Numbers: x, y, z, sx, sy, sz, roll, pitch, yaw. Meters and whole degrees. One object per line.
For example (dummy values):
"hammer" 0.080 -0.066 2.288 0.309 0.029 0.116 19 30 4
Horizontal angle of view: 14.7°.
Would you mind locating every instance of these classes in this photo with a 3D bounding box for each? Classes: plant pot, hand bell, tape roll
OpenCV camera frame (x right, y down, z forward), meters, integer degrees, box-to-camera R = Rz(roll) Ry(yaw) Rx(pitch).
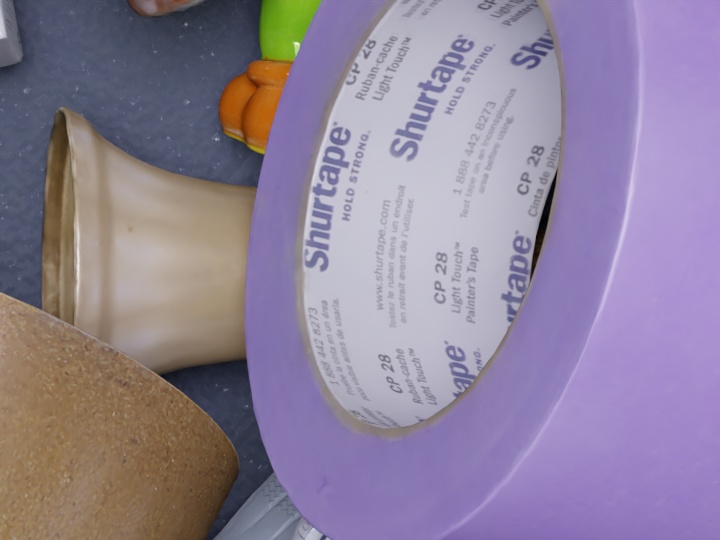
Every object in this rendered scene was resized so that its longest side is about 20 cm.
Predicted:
"plant pot" -0.153 0.118 0.813 0.186 0.186 0.201 18 70 1
"hand bell" 0.000 0.000 0.907 0.199 0.104 0.105 0 87 -12
"tape roll" 0.051 -0.013 0.782 0.085 0.200 0.201 13 87 -28

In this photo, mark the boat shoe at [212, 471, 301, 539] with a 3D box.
"boat shoe" -0.008 0.103 0.907 0.200 0.074 0.067 -35 118 -6

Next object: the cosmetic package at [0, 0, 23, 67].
"cosmetic package" -0.221 -0.125 0.898 0.199 0.052 0.151 -12 84 -1

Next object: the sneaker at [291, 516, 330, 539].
"sneaker" 0.036 0.158 0.861 0.073 0.071 0.200 -32 116 -7

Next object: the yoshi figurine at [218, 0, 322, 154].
"yoshi figurine" 0.010 -0.136 0.913 0.112 0.112 0.201 16 102 36

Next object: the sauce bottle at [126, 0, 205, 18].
"sauce bottle" -0.095 -0.172 0.837 0.065 0.065 0.200 -34 108 -2
